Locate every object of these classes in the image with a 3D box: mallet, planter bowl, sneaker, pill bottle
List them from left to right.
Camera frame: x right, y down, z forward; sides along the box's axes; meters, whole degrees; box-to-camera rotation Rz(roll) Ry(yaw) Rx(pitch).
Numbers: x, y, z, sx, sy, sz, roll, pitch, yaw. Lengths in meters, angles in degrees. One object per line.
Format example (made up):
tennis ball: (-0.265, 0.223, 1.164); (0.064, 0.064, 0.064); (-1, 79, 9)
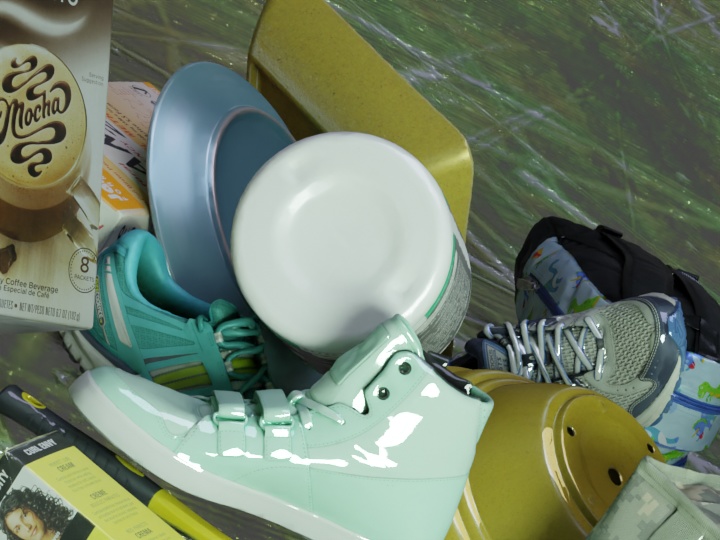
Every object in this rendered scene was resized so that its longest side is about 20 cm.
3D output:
mallet: (-0.089, 0.114, 1.451); (0.200, 0.041, 0.066); (36, 16, 19)
sneaker: (-0.077, 0.058, 1.538); (0.200, 0.080, 0.077); (42, 20, 22)
sneaker: (-0.034, 0.060, 1.445); (0.200, 0.118, 0.074); (24, 9, -15)
pill bottle: (0.000, 0.000, 1.568); (0.113, 0.113, 0.200); (37, -4, 11)
sneaker: (0.108, 0.061, 1.729); (0.085, 0.200, 0.077); (9, 67, -34)
planter bowl: (0.107, 0.123, 1.557); (0.200, 0.083, 0.201); (30, 43, -32)

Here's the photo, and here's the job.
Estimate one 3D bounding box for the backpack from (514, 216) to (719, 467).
backpack: (0.174, 0.056, 1.906); (0.163, 0.154, 0.200); (32, -4, -13)

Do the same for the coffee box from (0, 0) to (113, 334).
coffee box: (-0.191, -0.075, 1.484); (0.080, 0.201, 0.113); (-4, -10, 41)

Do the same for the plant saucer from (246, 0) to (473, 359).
plant saucer: (-0.014, -0.048, 1.807); (0.048, 0.200, 0.200); (-22, 49, -27)

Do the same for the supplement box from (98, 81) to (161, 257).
supplement box: (-0.144, -0.045, 1.694); (0.126, 0.074, 0.200); (40, 19, 18)

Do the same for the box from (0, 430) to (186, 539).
box: (-0.085, 0.160, 1.276); (0.200, 0.075, 0.050); (39, 21, 13)

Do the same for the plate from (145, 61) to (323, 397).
plate: (-0.056, -0.024, 1.682); (0.200, 0.026, 0.201); (41, 41, -49)

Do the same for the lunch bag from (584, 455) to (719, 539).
lunch bag: (0.173, 0.216, 1.421); (0.200, 0.164, 0.118); (44, 15, 31)
